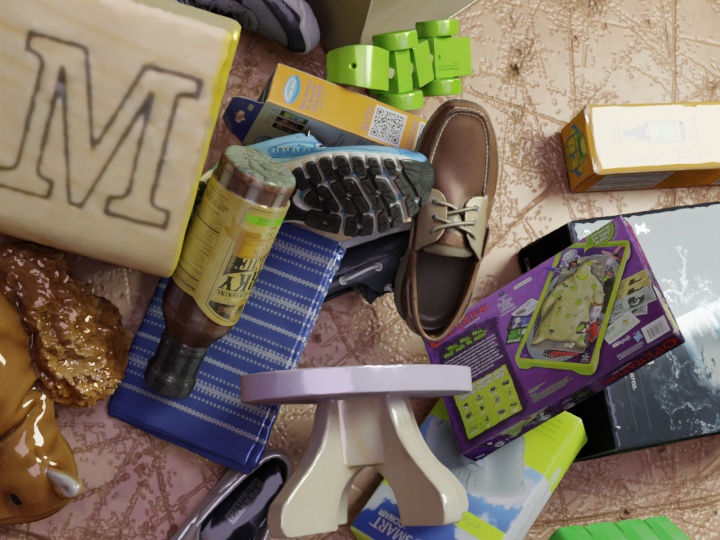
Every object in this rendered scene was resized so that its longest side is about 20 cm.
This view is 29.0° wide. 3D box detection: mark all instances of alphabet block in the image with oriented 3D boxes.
[{"bbox_3d":[-0.214,-0.124,1.065,0.199,0.195,0.198,16,98,-10],"label":"alphabet block"}]

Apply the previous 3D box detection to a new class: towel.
[{"bbox_3d":[-0.109,0.049,1.131,0.144,0.024,0.201,18,78,20],"label":"towel"}]

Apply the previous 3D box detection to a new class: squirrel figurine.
[{"bbox_3d":[-0.259,0.088,1.062,0.200,0.141,0.187,-38,96,-17],"label":"squirrel figurine"}]

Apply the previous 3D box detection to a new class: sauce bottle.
[{"bbox_3d":[-0.112,0.005,1.065,0.064,0.065,0.201,21,112,-10],"label":"sauce bottle"}]

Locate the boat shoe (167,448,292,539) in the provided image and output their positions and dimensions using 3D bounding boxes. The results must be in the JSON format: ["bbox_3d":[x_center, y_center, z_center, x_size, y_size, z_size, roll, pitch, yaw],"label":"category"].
[{"bbox_3d":[-0.121,0.224,1.103,0.073,0.065,0.201,32,71,-7],"label":"boat shoe"}]

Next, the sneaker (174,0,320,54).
[{"bbox_3d":[-0.137,-0.229,1.198,0.200,0.076,0.114,39,72,2],"label":"sneaker"}]

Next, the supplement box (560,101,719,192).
[{"bbox_3d":[0.290,-0.116,1.292,0.198,0.069,0.067,-3,78,-17],"label":"supplement box"}]

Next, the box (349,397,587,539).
[{"bbox_3d":[0.084,0.185,1.149,0.121,0.048,0.200,25,68,30],"label":"box"}]

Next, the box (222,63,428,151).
[{"bbox_3d":[-0.016,-0.114,1.179,0.199,0.119,0.042,22,73,-10],"label":"box"}]

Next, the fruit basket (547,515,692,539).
[{"bbox_3d":[0.218,0.311,1.099,0.215,0.156,0.216,29,31,-20],"label":"fruit basket"}]

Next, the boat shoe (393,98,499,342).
[{"bbox_3d":[0.074,-0.035,1.114,0.075,0.072,0.201,3,112,-7],"label":"boat shoe"}]

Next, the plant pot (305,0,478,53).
[{"bbox_3d":[0.024,-0.320,1.207,0.199,0.200,0.177,-35,78,-19],"label":"plant pot"}]

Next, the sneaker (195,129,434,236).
[{"bbox_3d":[-0.035,-0.083,1.106,0.199,0.079,0.090,0,42,22],"label":"sneaker"}]

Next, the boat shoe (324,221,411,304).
[{"bbox_3d":[0.000,0.000,1.186,0.198,0.076,0.061,-13,80,-5],"label":"boat shoe"}]

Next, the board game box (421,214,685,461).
[{"bbox_3d":[0.151,0.055,1.124,0.199,0.032,0.121,-32,56,20],"label":"board game box"}]

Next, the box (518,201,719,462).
[{"bbox_3d":[0.265,0.051,1.221,0.199,0.117,0.198,-8,80,-18],"label":"box"}]

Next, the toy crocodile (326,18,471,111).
[{"bbox_3d":[0.041,-0.178,1.201,0.200,0.061,0.068,-26,114,-56],"label":"toy crocodile"}]

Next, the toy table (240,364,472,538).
[{"bbox_3d":[0.002,0.134,1.055,0.199,0.184,0.118,-1,82,-28],"label":"toy table"}]
